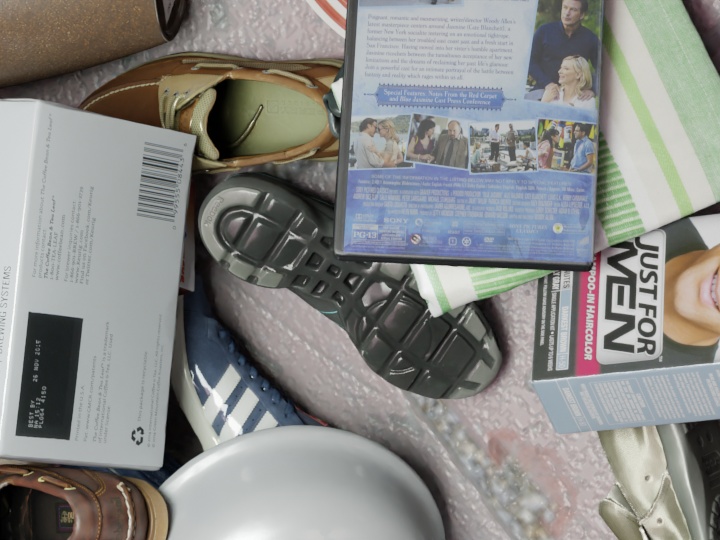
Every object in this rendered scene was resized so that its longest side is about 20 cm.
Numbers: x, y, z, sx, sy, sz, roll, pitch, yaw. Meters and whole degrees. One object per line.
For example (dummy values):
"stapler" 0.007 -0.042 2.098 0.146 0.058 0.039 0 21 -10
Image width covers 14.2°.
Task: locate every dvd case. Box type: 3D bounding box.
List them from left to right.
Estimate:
"dvd case" 0.060 -0.101 1.573 0.142 0.018 0.202 2 79 5

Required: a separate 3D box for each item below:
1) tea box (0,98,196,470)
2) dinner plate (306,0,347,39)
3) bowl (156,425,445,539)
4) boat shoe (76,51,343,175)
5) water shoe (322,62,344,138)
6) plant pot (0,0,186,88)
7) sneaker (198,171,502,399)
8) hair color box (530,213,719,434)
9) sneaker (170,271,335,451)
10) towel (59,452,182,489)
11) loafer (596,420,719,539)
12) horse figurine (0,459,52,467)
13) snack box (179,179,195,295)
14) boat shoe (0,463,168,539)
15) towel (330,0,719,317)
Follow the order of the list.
"tea box" -0.216 0.008 1.683 0.196 0.133 0.202 4 86 41
"dinner plate" 0.048 -0.200 1.629 0.199 0.024 0.201 6 124 9
"bowl" -0.037 0.198 1.666 0.200 0.091 0.202 -6 119 -11
"boat shoe" -0.086 -0.094 1.713 0.199 0.074 0.076 -5 95 26
"water shoe" 0.069 -0.057 1.631 0.199 0.072 0.079 34 72 15
"plant pot" -0.207 -0.186 1.716 0.198 0.187 0.188 3 99 9
"sneaker" 0.000 0.000 1.693 0.199 0.079 0.076 35 106 -5
"hair color box" 0.197 0.025 1.565 0.199 0.061 0.100 -6 55 17
"sneaker" -0.058 0.088 1.737 0.084 0.075 0.201 -19 85 8
"towel" -0.169 0.198 1.811 0.111 0.048 0.201 34 111 18
"loafer" 0.177 0.138 1.631 0.069 0.075 0.201 -19 80 31
"horse figurine" -0.193 0.134 1.763 0.132 0.050 0.201 -22 69 40
"snack box" -0.183 -0.002 1.769 0.199 0.024 0.072 -15 66 36
"boat shoe" -0.200 0.146 1.682 0.199 0.070 0.071 -12 81 46
"towel" 0.101 -0.077 1.587 0.199 0.023 0.153 -23 77 -2
